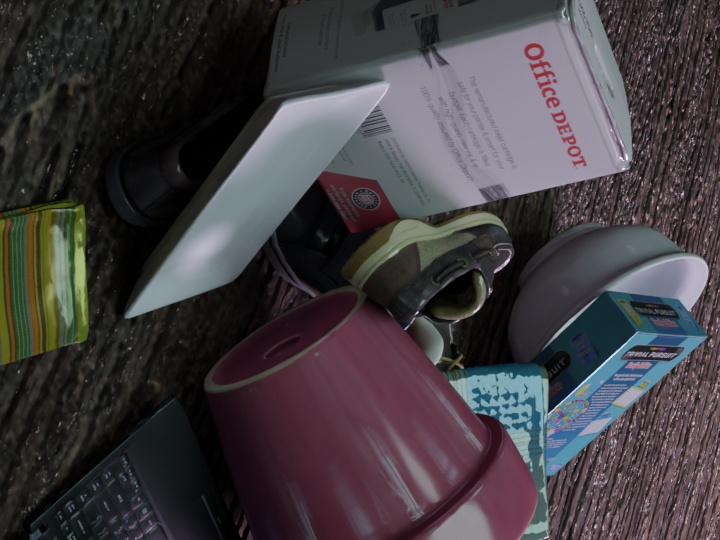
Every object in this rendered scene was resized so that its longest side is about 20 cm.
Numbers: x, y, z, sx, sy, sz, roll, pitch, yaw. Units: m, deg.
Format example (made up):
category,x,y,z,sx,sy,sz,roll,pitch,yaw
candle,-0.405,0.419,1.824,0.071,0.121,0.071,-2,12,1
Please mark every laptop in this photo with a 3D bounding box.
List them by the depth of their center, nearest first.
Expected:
category,x,y,z,sx,sy,sz,roll,pitch,yaw
laptop,-0.124,0.214,0.868,0.200,0.103,0.179,-41,129,-32

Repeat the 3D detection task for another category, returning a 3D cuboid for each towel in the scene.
category,x,y,z,sx,sy,sz,roll,pitch,yaw
towel,-0.224,0.020,0.771,0.199,0.018,0.087,-19,110,-51
towel,0.053,0.149,1.093,0.198,0.022,0.148,-4,99,-20

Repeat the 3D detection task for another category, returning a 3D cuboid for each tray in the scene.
category,x,y,z,sx,sy,sz,roll,pitch,yaw
tray,-0.070,-0.048,0.870,0.107,0.200,0.022,-19,67,-50

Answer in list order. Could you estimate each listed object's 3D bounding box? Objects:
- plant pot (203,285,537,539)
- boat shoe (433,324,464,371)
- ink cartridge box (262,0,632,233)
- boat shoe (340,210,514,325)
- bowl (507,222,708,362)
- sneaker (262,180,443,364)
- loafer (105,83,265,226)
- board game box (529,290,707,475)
category,x,y,z,sx,sy,sz,roll,pitch,yaw
plant pot,-0.007,0.119,0.951,0.200,0.199,0.180,-41,108,-42
boat shoe,0.055,0.093,1.136,0.071,0.060,0.204,-1,97,-54
ink cartridge box,0.059,-0.116,0.909,0.146,0.198,0.085,56,31,-45
boat shoe,0.056,0.005,0.960,0.065,0.073,0.199,54,28,15
bowl,0.203,0.022,1.272,0.200,0.091,0.202,-27,152,-15
sneaker,0.000,0.000,1.030,0.079,0.079,0.200,-61,137,-27
loafer,-0.073,-0.079,0.914,0.199,0.063,0.073,-30,99,-47
board game box,0.187,0.102,1.231,0.200,0.047,0.150,-47,153,23
